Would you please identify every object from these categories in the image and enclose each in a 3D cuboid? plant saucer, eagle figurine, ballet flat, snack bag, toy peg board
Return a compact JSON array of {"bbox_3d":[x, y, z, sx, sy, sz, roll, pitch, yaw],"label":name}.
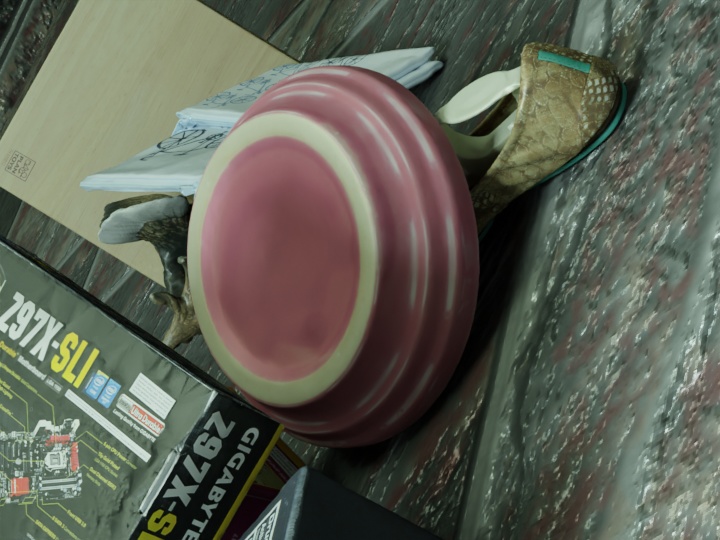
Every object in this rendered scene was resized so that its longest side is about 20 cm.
[{"bbox_3d":[-0.026,-0.007,1.007,0.200,0.051,0.201,2,92,46],"label":"plant saucer"},{"bbox_3d":[-0.102,-0.030,1.331,0.200,0.151,0.151,-89,12,-48],"label":"eagle figurine"},{"bbox_3d":[0.056,-0.056,1.004,0.200,0.065,0.071,-45,24,43],"label":"ballet flat"},{"bbox_3d":[-0.072,-0.098,1.276,0.200,0.021,0.188,-31,19,-29],"label":"snack bag"},{"bbox_3d":[-0.150,-0.111,1.505,0.200,0.199,0.098,-59,1,8],"label":"toy peg board"}]

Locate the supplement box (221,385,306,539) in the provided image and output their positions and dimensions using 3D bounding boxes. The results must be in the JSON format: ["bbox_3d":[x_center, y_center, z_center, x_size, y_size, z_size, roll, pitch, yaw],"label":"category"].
[{"bbox_3d":[-0.125,0.112,0.975,0.131,0.200,0.103,42,105,42],"label":"supplement box"}]

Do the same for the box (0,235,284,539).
[{"bbox_3d":[-0.142,0.087,0.824,0.200,0.049,0.160,28,87,45],"label":"box"}]

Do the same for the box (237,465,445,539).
[{"bbox_3d":[-0.037,0.221,0.731,0.198,0.123,0.200,-49,19,38],"label":"box"}]
